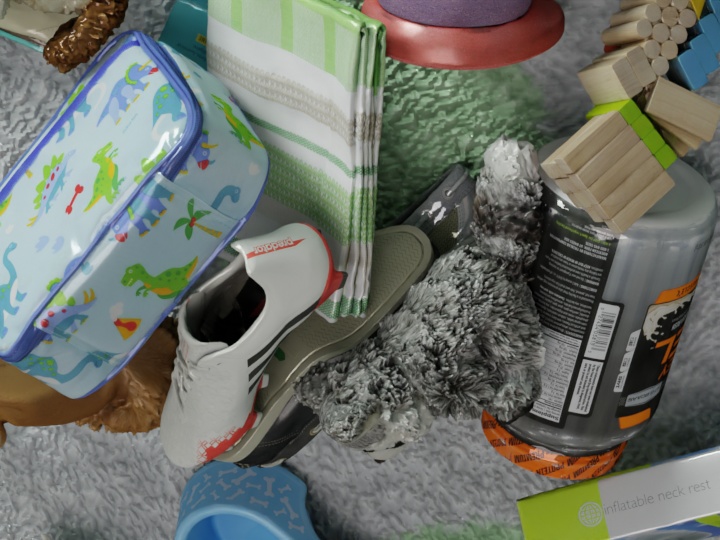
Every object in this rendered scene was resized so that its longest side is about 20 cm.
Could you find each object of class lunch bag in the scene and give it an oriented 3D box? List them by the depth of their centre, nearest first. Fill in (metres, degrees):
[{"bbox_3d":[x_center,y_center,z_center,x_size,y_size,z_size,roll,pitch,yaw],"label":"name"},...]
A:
[{"bbox_3d":[-0.154,-0.036,1.229,0.082,0.161,0.200,32,105,-34],"label":"lunch bag"}]

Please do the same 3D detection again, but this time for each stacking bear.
[{"bbox_3d":[0.060,-0.228,1.186,0.121,0.114,0.200,8,116,12],"label":"stacking bear"}]

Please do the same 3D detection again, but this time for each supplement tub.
[{"bbox_3d":[0.143,0.025,1.298,0.122,0.123,0.200,16,122,7],"label":"supplement tub"}]

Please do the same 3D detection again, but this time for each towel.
[{"bbox_3d":[-0.049,-0.080,1.253,0.149,0.031,0.200,27,127,36],"label":"towel"}]

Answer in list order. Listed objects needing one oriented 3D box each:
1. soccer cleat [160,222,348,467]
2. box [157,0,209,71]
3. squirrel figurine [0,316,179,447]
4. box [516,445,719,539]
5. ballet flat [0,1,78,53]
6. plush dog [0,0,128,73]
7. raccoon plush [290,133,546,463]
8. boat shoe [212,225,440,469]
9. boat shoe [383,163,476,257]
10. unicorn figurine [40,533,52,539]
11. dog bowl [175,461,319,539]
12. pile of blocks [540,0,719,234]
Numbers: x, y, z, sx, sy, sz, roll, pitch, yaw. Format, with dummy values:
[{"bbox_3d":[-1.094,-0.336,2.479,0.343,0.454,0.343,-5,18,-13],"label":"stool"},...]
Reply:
[{"bbox_3d":[-0.085,0.047,1.243,0.069,0.085,0.200,56,128,26],"label":"soccer cleat"},{"bbox_3d":[-0.114,-0.089,1.351,0.082,0.049,0.200,28,122,0],"label":"box"},{"bbox_3d":[-0.208,0.067,1.400,0.200,0.142,0.187,19,153,-16],"label":"squirrel figurine"},{"bbox_3d":[0.218,0.149,1.348,0.200,0.122,0.048,-18,73,24],"label":"box"},{"bbox_3d":[-0.265,-0.196,1.335,0.200,0.069,0.069,19,122,3],"label":"ballet flat"},{"bbox_3d":[-0.217,-0.210,1.235,0.172,0.160,0.200,-1,86,-11],"label":"plush dog"},{"bbox_3d":[0.030,0.019,1.233,0.134,0.097,0.200,-4,98,-24],"label":"raccoon plush"},{"bbox_3d":[-0.019,0.050,1.318,0.200,0.072,0.068,-46,138,14],"label":"boat shoe"},{"bbox_3d":[0.000,0.000,1.358,0.202,0.074,0.065,-27,102,23],"label":"boat shoe"},{"bbox_3d":[-0.175,0.267,1.531,0.137,0.200,0.074,18,120,-26],"label":"unicorn figurine"},{"bbox_3d":[-0.051,0.224,1.499,0.200,0.050,0.111,40,121,-9],"label":"dog bowl"},{"bbox_3d":[0.170,-0.117,1.217,0.082,0.062,0.200,26,82,-18],"label":"pile of blocks"}]
